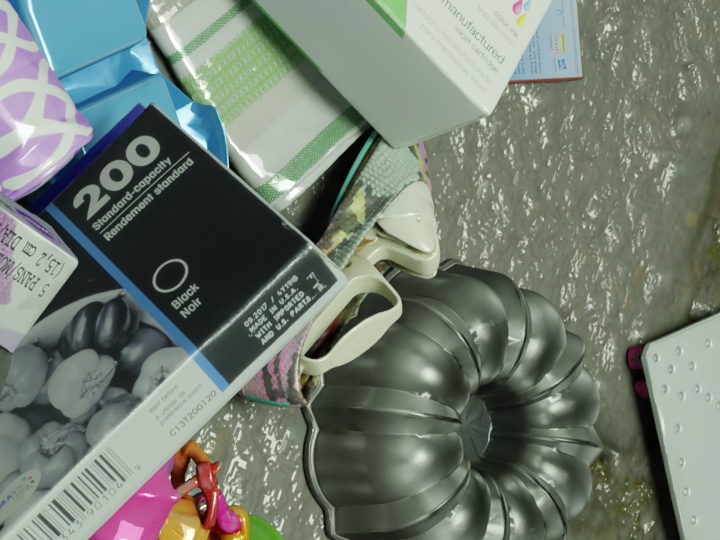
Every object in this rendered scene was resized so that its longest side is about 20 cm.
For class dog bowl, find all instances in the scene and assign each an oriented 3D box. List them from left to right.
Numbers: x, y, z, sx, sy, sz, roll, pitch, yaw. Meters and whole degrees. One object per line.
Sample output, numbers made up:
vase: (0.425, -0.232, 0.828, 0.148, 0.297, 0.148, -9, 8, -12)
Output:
dog bowl: (-0.142, -0.099, 1.153, 0.111, 0.049, 0.202, -29, 106, -35)

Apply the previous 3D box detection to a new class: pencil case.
pencil case: (-0.212, -0.117, 1.055, 0.201, 0.085, 0.084, 56, 18, -7)

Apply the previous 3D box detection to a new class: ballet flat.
ballet flat: (0.000, 0.000, 1.244, 0.201, 0.071, 0.069, -55, 153, -25)

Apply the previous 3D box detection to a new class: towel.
towel: (-0.052, -0.154, 1.238, 0.149, 0.031, 0.201, -45, 115, -31)

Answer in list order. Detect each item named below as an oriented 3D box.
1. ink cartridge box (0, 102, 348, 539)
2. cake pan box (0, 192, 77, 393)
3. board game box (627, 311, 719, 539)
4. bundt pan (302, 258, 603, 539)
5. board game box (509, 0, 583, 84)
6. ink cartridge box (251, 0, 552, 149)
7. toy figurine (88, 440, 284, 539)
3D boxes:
ink cartridge box: (-0.134, 0.018, 1.024, 0.198, 0.200, 0.043, -45, 134, -6)
cake pan box: (-0.243, 0.016, 0.927, 0.200, 0.052, 0.185, 37, 93, -32)
board game box: (0.269, 0.118, 1.486, 0.199, 0.026, 0.202, -20, 101, -37)
bundt pan: (0.066, 0.092, 1.296, 0.200, 0.075, 0.204, 2, 86, -38)
board game box: (0.087, -0.215, 1.357, 0.102, 0.019, 0.202, -6, 92, -39)
ink cartridge box: (0.040, -0.195, 1.243, 0.145, 0.087, 0.201, 44, 55, -22)
toy figurine: (-0.106, 0.130, 1.081, 0.201, 0.149, 0.185, -64, 153, -45)
